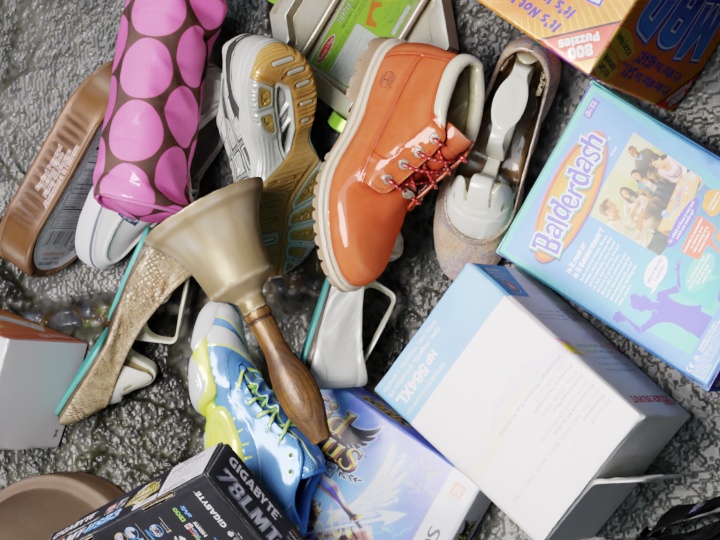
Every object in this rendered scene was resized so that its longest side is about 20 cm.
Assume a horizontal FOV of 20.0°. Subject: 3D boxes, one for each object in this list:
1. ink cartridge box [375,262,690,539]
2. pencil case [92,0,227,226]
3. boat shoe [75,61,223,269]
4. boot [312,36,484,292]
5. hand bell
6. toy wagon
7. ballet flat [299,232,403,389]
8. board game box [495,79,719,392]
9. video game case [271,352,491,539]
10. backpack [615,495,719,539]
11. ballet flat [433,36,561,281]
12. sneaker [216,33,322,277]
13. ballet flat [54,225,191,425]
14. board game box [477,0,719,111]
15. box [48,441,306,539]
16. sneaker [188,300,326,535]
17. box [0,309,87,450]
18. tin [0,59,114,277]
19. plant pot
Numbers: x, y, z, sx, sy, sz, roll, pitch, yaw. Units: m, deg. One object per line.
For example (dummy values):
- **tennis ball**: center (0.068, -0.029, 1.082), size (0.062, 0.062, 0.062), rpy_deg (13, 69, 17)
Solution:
- **ink cartridge box**: center (0.138, 0.106, 1.512), size (0.200, 0.128, 0.126), rpy_deg (43, 105, 22)
- **pencil case**: center (-0.156, -0.138, 1.631), size (0.090, 0.093, 0.202), rpy_deg (-5, 73, 59)
- **boat shoe**: center (-0.163, -0.078, 1.702), size (0.066, 0.072, 0.201), rpy_deg (38, 95, 27)
- **boot**: center (0.031, -0.078, 1.543), size (0.107, 0.075, 0.202), rpy_deg (10, 83, 39)
- **hand bell**: center (-0.076, 0.041, 1.562), size (0.104, 0.104, 0.201), rpy_deg (-30, 84, 21)
- **toy wagon**: center (-0.014, -0.208, 1.652), size (0.200, 0.039, 0.156), rpy_deg (38, 102, 23)
- **ballet flat**: center (0.000, 0.000, 1.619), size (0.069, 0.069, 0.202), rpy_deg (6, 76, 25)
- **board game box**: center (0.221, -0.027, 1.526), size (0.199, 0.045, 0.153), rpy_deg (35, 102, 23)
- **video game case**: center (-0.015, 0.193, 1.626), size (0.199, 0.045, 0.182), rpy_deg (33, 100, 24)
- **backpack**: center (0.277, 0.224, 1.413), size (0.189, 0.200, 0.155), rpy_deg (-27, 81, 15)
- **ballet flat**: center (0.100, -0.086, 1.569), size (0.067, 0.067, 0.202), rpy_deg (16, 95, 6)
- **sneaker**: center (-0.076, -0.096, 1.650), size (0.088, 0.075, 0.202), rpy_deg (35, 130, 50)
- **ballet flat**: center (-0.190, 0.058, 1.704), size (0.065, 0.071, 0.201), rpy_deg (27, 113, -5)
- **board game box**: center (0.175, -0.263, 1.476), size (0.199, 0.200, 0.201), rpy_deg (37, 102, 23)
- **box**: center (-0.121, 0.253, 1.582), size (0.198, 0.050, 0.200), rpy_deg (-29, 107, 33)
- **sneaker**: center (-0.076, 0.121, 1.604), size (0.104, 0.076, 0.202), rpy_deg (-3, 91, 16)
- **box**: center (-0.357, 0.076, 1.751), size (0.199, 0.124, 0.098), rpy_deg (19, 95, 24)
- **tin**: center (-0.232, -0.083, 1.710), size (0.042, 0.112, 0.201), rpy_deg (34, 102, 13)
- **plant pot**: center (-0.285, 0.267, 1.679), size (0.198, 0.174, 0.203), rpy_deg (-2, 86, 26)
